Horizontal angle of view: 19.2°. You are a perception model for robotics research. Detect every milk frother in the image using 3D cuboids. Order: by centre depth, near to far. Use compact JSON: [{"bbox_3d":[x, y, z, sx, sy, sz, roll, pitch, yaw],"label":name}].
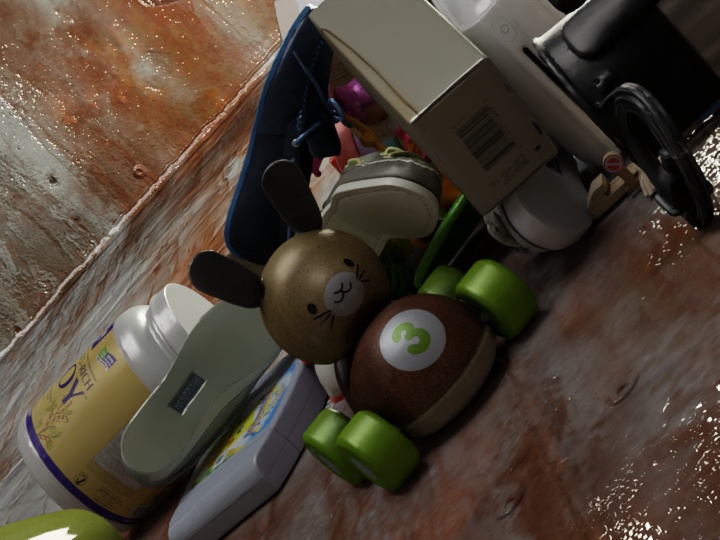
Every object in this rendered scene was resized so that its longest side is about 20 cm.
[{"bbox_3d":[0.227,-0.145,1.346,0.188,0.200,0.180,-42,-27,11],"label":"milk frother"}]

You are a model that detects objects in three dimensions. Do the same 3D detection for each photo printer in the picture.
[{"bbox_3d":[0.132,-0.164,1.601,0.069,0.166,0.200,-45,19,9],"label":"photo printer"}]

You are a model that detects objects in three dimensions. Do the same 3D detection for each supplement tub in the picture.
[{"bbox_3d":[-0.200,0.125,1.936,0.200,0.145,0.146,-45,12,13],"label":"supplement tub"}]

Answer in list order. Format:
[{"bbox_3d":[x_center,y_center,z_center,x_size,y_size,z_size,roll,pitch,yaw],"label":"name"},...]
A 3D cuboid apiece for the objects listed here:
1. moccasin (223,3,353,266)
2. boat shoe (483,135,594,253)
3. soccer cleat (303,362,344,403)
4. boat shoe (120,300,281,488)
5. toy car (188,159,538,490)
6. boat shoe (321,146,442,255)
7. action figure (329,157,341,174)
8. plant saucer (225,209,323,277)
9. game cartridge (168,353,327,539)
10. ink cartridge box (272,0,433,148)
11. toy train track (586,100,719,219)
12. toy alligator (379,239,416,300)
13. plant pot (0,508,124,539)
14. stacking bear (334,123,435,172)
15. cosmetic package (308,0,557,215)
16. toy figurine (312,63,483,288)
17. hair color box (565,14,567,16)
[{"bbox_3d":[-0.043,-0.099,1.617,0.080,0.068,0.201,-27,-45,-70],"label":"moccasin"},{"bbox_3d":[0.119,-0.047,1.538,0.066,0.072,0.200,-58,12,19],"label":"boat shoe"},{"bbox_3d":[-0.021,0.043,1.695,0.069,0.078,0.200,-13,14,-7],"label":"soccer cleat"},{"bbox_3d":[-0.129,0.099,1.784,0.201,0.070,0.072,-50,-12,-18],"label":"boat shoe"},{"bbox_3d":[-0.012,0.023,1.455,0.165,0.200,0.158,-51,12,-14],"label":"toy car"},{"bbox_3d":[0.017,-0.057,1.533,0.061,0.072,0.202,-64,10,-14],"label":"boat shoe"},{"bbox_3d":[0.054,-0.170,2.218,0.200,0.052,0.065,-41,18,11],"label":"action figure"},{"bbox_3d":[-0.032,-0.013,1.835,0.199,0.030,0.200,-19,-13,-5],"label":"plant saucer"},{"bbox_3d":[-0.084,0.138,1.753,0.133,0.040,0.200,-37,16,28],"label":"game cartridge"},{"bbox_3d":[0.050,-0.207,1.777,0.199,0.165,0.076,-24,54,14],"label":"ink cartridge box"},{"bbox_3d":[0.224,-0.115,1.464,0.200,0.033,0.115,-43,13,18],"label":"toy train track"},{"bbox_3d":[0.000,0.000,1.720,0.059,0.054,0.200,-44,-19,21],"label":"toy alligator"},{"bbox_3d":[-0.269,0.278,1.684,0.187,0.187,0.200,-39,0,37],"label":"plant pot"},{"bbox_3d":[0.079,-0.144,1.903,0.199,0.122,0.113,-24,-7,34],"label":"stacking bear"},{"bbox_3d":[0.049,-0.134,1.501,0.073,0.104,0.200,-41,35,1],"label":"cosmetic package"},{"bbox_3d":[0.030,-0.112,1.703,0.200,0.184,0.151,-47,-11,-42],"label":"toy figurine"},{"bbox_3d":[0.190,-0.257,1.957,0.109,0.065,0.200,-34,13,49],"label":"hair color box"}]
